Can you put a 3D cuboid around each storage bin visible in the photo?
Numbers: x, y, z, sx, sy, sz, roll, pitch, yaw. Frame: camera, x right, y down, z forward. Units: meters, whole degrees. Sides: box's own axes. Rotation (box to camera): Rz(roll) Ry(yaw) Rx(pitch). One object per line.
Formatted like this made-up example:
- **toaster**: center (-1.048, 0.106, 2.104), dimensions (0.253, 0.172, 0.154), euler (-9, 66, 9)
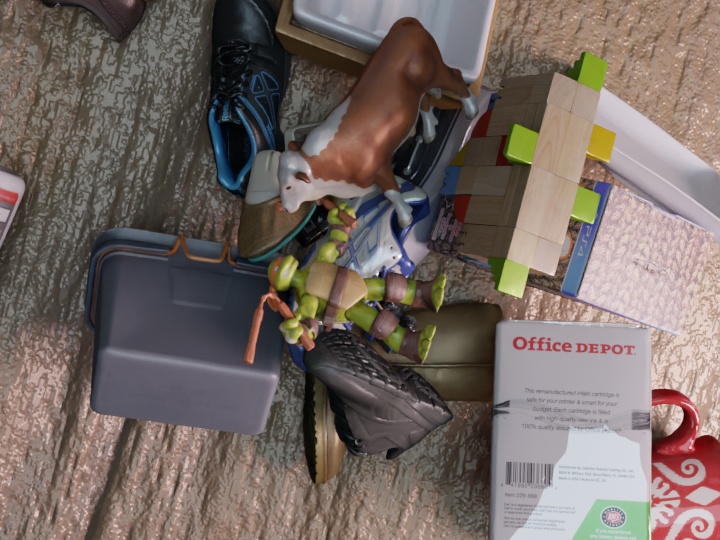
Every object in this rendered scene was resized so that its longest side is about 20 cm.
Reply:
- **storage bin**: center (-0.151, 0.057, 0.987), dimensions (0.196, 0.136, 0.147), euler (9, 130, -13)

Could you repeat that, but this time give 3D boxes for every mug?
- **mug**: center (0.264, 0.220, 1.124), dimensions (0.196, 0.134, 0.181), euler (-3, 75, -6)

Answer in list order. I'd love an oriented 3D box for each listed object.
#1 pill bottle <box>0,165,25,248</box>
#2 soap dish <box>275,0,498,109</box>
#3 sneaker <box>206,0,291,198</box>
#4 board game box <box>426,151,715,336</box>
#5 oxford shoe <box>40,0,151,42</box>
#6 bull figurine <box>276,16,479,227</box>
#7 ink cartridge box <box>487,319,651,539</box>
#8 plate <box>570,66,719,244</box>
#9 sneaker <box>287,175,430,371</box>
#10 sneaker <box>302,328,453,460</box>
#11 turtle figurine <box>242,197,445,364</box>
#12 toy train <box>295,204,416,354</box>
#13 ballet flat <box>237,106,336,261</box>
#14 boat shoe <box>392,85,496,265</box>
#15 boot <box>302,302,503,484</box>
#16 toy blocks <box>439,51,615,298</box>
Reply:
- **pill bottle**: center (-0.385, -0.010, 0.975), dimensions (0.114, 0.116, 0.203), euler (23, 90, -12)
- **soap dish**: center (0.027, -0.247, 1.032), dimensions (0.197, 0.081, 0.160), euler (18, 69, -12)
- **sneaker**: center (-0.106, -0.167, 1.024), dimensions (0.072, 0.082, 0.204), euler (-5, 94, 17)
- **board game box**: center (0.190, -0.027, 1.017), dimensions (0.158, 0.199, 0.098), euler (18, 92, -38)
- **oxford shoe**: center (-0.284, -0.281, 0.997), dimensions (0.198, 0.071, 0.073), euler (30, 94, -12)
- **bull figurine**: center (0.014, -0.115, 0.942), dimensions (0.121, 0.065, 0.201), euler (41, 80, -34)
- **ink cartridge box**: center (0.193, 0.153, 1.026), dimensions (0.143, 0.084, 0.204), euler (3, 79, 7)
- **plate**: center (0.282, -0.103, 1.068), dimensions (0.198, 0.200, 0.032), euler (32, 114, -12)
- **sneaker**: center (0.000, 0.000, 0.994), dimensions (0.087, 0.075, 0.203), euler (15, 73, 21)
- **sneaker**: center (0.006, 0.121, 0.986), dimensions (0.091, 0.076, 0.199), euler (-46, 137, 7)
- **turtle figurine**: center (-0.015, 0.027, 0.919), dimensions (0.159, 0.202, 0.065), euler (18, 134, 0)
- **toy train**: center (-0.013, 0.002, 1.061), dimensions (0.046, 0.034, 0.201), euler (-36, 83, -17)
- **ballet flat**: center (-0.058, -0.090, 1.013), dimensions (0.200, 0.067, 0.073), euler (-46, 124, -38)
- **boat shoe**: center (0.062, -0.096, 1.081), dimensions (0.067, 0.072, 0.203), euler (25, 89, 24)
- **boot**: center (0.044, 0.121, 1.095), dimensions (0.196, 0.066, 0.179), euler (1, 95, -12)
- **toy blocks**: center (0.123, -0.080, 0.932), dimensions (0.099, 0.136, 0.204), euler (17, 86, -27)
